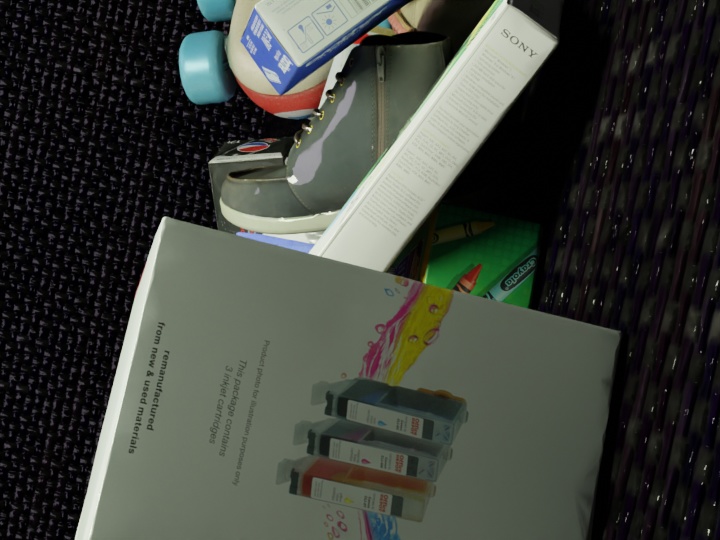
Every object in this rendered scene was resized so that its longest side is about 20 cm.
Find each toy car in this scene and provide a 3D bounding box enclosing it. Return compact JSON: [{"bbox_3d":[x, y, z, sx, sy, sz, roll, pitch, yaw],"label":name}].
[{"bbox_3d":[-0.032,-0.173,1.742,0.200,0.183,0.178,64,-154,-51],"label":"toy car"}]

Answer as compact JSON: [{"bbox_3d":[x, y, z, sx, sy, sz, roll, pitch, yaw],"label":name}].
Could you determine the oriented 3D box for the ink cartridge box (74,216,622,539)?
[{"bbox_3d":[-0.010,0.084,0.853,0.145,0.199,0.146,129,155,-72],"label":"ink cartridge box"}]

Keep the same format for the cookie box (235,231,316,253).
[{"bbox_3d":[-0.032,0.090,1.227,0.200,0.075,0.172,50,-132,-69],"label":"cookie box"}]

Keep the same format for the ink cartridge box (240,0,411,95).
[{"bbox_3d":[0.026,-0.179,1.138,0.200,0.044,0.094,-37,1,-9],"label":"ink cartridge box"}]

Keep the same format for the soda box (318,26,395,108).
[{"bbox_3d":[-0.004,-0.105,1.609,0.200,0.068,0.064,111,170,-52],"label":"soda box"}]

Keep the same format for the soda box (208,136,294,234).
[{"bbox_3d":[-0.079,-0.009,1.729,0.063,0.070,0.201,-65,-31,-69],"label":"soda box"}]

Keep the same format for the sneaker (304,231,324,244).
[{"bbox_3d":[0.000,0.000,1.373,0.081,0.075,0.201,-48,-40,-56],"label":"sneaker"}]

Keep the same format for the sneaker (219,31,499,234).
[{"bbox_3d":[-0.009,-0.082,1.186,0.075,0.199,0.107,-24,-73,-48],"label":"sneaker"}]

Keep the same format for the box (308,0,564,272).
[{"bbox_3d":[0.032,-0.059,1.038,0.200,0.036,0.144,-52,4,15],"label":"box"}]

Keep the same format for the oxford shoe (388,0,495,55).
[{"bbox_3d":[0.065,-0.154,1.262,0.075,0.070,0.200,-47,13,12],"label":"oxford shoe"}]

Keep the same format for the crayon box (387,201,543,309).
[{"bbox_3d":[0.039,0.047,1.081,0.200,0.058,0.120,132,149,-75],"label":"crayon box"}]

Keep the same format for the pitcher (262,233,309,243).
[{"bbox_3d":[-0.027,0.007,1.504,0.201,0.121,0.172,-66,-11,10],"label":"pitcher"}]
